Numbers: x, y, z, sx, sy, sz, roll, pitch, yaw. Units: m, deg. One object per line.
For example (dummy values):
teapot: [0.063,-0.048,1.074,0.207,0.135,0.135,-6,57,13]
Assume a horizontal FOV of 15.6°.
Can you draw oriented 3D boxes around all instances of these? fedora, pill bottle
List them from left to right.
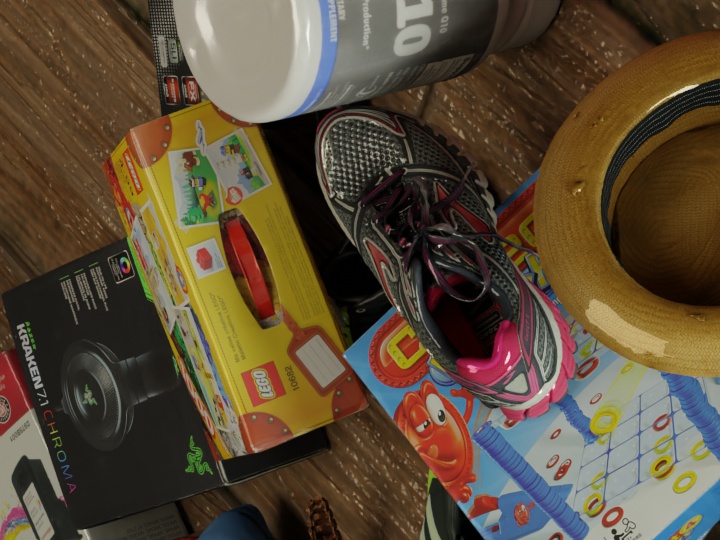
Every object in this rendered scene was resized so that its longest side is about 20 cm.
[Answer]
pill bottle: [0.008,-0.152,1.425,0.114,0.200,0.114,21,119,45]
fedora: [0.186,-0.024,1.306,0.201,0.200,0.082,51,171,26]

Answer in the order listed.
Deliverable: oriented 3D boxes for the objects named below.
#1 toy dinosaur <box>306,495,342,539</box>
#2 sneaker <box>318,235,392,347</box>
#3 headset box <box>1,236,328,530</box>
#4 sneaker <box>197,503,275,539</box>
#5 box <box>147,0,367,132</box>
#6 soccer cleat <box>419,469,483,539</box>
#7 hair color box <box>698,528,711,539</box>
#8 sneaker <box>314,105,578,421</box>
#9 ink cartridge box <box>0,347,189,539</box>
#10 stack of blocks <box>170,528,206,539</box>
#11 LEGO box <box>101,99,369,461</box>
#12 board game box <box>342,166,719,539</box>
toy dinosaur: [-0.014,0.248,1.654,0.102,0.136,0.200,-30,97,9]
sneaker: [0.000,0.000,1.576,0.072,0.083,0.200,60,139,18]
headset box: [-0.128,0.065,1.742,0.200,0.093,0.175,-20,87,50]
sneaker: [-0.044,0.246,1.738,0.066,0.078,0.201,-17,107,36]
box: [-0.071,-0.189,1.629,0.160,0.044,0.201,8,108,49]
soccer cleat: [0.065,0.178,1.559,0.081,0.067,0.201,-118,29,-67]
hair color box: [0.122,0.073,1.474,0.200,0.060,0.100,51,135,26]
sneaker: [0.040,-0.014,1.372,0.081,0.075,0.200,-43,63,10]
ink cartridge box: [-0.211,0.165,1.880,0.146,0.083,0.201,-41,70,47]
stack of blocks: [-0.104,0.283,1.766,0.058,0.115,0.201,-10,95,51]
LEGO box: [-0.078,0.007,1.584,0.149,0.077,0.201,151,98,-76]
board game box: [0.124,0.054,1.389,0.200,0.056,0.196,-44,64,9]
